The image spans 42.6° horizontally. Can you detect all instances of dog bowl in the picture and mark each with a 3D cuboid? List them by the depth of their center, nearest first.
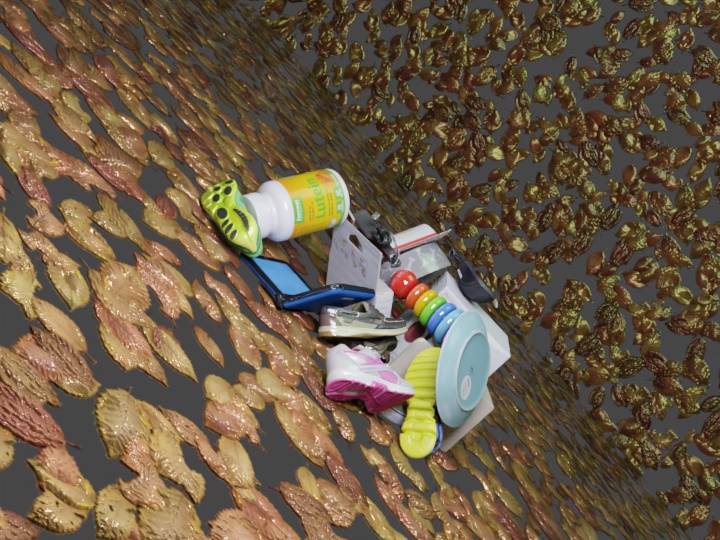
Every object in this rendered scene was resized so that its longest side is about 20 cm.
[{"bbox_3d":[0.086,0.008,1.850,0.059,0.198,0.200,63,15,6],"label":"dog bowl"}]

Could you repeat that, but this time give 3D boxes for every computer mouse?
[{"bbox_3d":[0.235,0.040,1.873,0.141,0.046,0.200,47,6,-24],"label":"computer mouse"}]

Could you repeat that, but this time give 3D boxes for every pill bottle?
[{"bbox_3d":[-0.127,-0.117,1.711,0.198,0.112,0.112,-17,58,-36],"label":"pill bottle"}]

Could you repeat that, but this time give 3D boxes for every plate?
[{"bbox_3d":[0.184,0.170,1.579,0.025,0.204,0.199,8,-9,31],"label":"plate"}]

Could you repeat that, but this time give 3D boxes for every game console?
[{"bbox_3d":[-0.090,0.009,1.631,0.200,0.168,0.120,10,65,-69],"label":"game console"}]

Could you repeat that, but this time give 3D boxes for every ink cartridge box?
[{"bbox_3d":[0.000,0.000,1.768,0.043,0.176,0.200,-7,31,-28],"label":"ink cartridge box"},{"bbox_3d":[0.073,-0.056,1.839,0.051,0.160,0.200,68,-17,5],"label":"ink cartridge box"}]

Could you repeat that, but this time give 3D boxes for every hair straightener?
[{"bbox_3d":[0.028,-0.065,1.707,0.201,0.040,0.078,-122,-167,-56],"label":"hair straightener"}]

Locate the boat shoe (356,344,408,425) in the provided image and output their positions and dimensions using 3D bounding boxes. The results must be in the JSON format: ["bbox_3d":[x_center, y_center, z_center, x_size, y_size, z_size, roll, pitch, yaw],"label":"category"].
[{"bbox_3d":[0.041,0.202,1.591,0.199,0.062,0.072,40,15,-33],"label":"boat shoe"}]

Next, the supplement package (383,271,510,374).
[{"bbox_3d":[0.163,0.150,1.842,0.191,0.200,0.147,45,12,-4],"label":"supplement package"}]

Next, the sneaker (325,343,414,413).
[{"bbox_3d":[0.017,0.169,1.497,0.199,0.081,0.089,28,41,-47],"label":"sneaker"}]

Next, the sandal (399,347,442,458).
[{"bbox_3d":[0.114,0.232,1.592,0.078,0.203,0.087,6,-23,22],"label":"sandal"}]

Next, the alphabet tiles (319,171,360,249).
[{"bbox_3d":[-0.047,-0.099,1.849,0.168,0.006,0.200,60,-17,15],"label":"alphabet tiles"}]

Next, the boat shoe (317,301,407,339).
[{"bbox_3d":[0.008,0.088,1.648,0.198,0.073,0.066,1,86,-44],"label":"boat shoe"}]

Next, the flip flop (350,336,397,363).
[{"bbox_3d":[0.024,0.152,1.683,0.200,0.080,0.059,-2,87,-83],"label":"flip flop"}]

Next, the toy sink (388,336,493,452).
[{"bbox_3d":[0.130,0.210,1.713,0.200,0.130,0.112,43,13,-14],"label":"toy sink"}]

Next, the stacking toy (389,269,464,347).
[{"bbox_3d":[0.132,0.071,1.691,0.200,0.086,0.085,44,11,24],"label":"stacking toy"}]

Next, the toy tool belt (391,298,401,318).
[{"bbox_3d":[0.044,0.029,1.980,0.200,0.123,0.125,44,13,-17],"label":"toy tool belt"}]

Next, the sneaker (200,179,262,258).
[{"bbox_3d":[-0.222,-0.087,1.606,0.201,0.073,0.084,58,-7,47],"label":"sneaker"}]

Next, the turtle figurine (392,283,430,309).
[{"bbox_3d":[0.134,0.070,2.104,0.151,0.100,0.201,57,-13,27],"label":"turtle figurine"}]
